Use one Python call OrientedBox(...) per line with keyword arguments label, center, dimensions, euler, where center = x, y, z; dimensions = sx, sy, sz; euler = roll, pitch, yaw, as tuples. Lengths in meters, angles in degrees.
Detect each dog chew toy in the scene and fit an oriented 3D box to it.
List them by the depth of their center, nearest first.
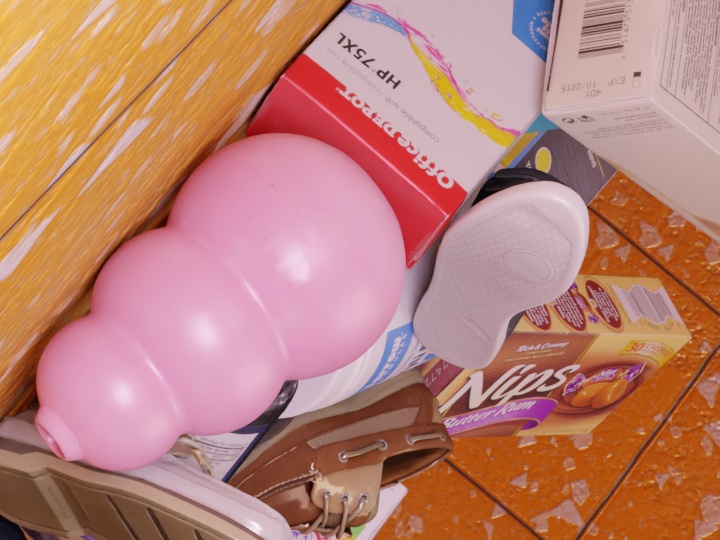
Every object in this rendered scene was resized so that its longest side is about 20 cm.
OrientedBox(label="dog chew toy", center=(-0.074, 0.022, 1.299), dimensions=(0.200, 0.125, 0.125), euler=(-38, 174, -19))

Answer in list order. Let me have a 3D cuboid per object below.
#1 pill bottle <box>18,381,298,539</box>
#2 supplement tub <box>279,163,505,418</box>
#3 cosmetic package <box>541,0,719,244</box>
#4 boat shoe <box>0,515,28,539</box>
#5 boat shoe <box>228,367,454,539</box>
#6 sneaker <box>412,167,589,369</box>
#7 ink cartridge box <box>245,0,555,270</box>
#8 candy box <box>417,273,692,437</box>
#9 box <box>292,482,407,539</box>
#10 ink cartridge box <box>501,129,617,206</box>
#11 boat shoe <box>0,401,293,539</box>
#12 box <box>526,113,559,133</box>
OrientedBox(label="pill bottle", center=(-0.104, 0.067, 1.451), dimensions=(0.200, 0.112, 0.112), euler=(-52, 178, 25))
OrientedBox(label="supplement tub", center=(0.000, 0.000, 1.560), dimensions=(0.200, 0.132, 0.132), euler=(-23, 157, -50))
OrientedBox(label="cosmetic package", center=(0.184, -0.096, 1.451), dimensions=(0.071, 0.200, 0.105), euler=(-5, -115, 36))
OrientedBox(label="boat shoe", center=(-0.225, 0.190, 1.587), dimensions=(0.084, 0.069, 0.200), euler=(-50, 179, -9))
OrientedBox(label="boat shoe", center=(-0.017, 0.118, 1.570), dimensions=(0.200, 0.074, 0.076), euler=(-29, 164, -39))
OrientedBox(label="sneaker", center=(0.087, -0.027, 1.444), dimensions=(0.099, 0.071, 0.200), euler=(-62, -178, -27))
OrientedBox(label="ink cartridge box", center=(0.023, -0.086, 1.415), dimensions=(0.200, 0.116, 0.067), euler=(-50, 179, -34))
OrientedBox(label="candy box", center=(0.111, 0.055, 1.742), dimensions=(0.200, 0.057, 0.117), euler=(2, 141, -48))
OrientedBox(label="box", center=(-0.083, 0.124, 1.674), dimensions=(0.101, 0.200, 0.113), euler=(-50, 178, -18))
OrientedBox(label="ink cartridge box", center=(0.115, -0.136, 1.722), dimensions=(0.047, 0.198, 0.200), euler=(1, -143, 42))
OrientedBox(label="boat shoe", center=(-0.109, 0.104, 1.339), dimensions=(0.068, 0.200, 0.075), euler=(-50, 140, -31))
OrientedBox(label="box", center=(0.080, -0.109, 1.553), dimensions=(0.199, 0.049, 0.082), euler=(-7, -165, 20))
